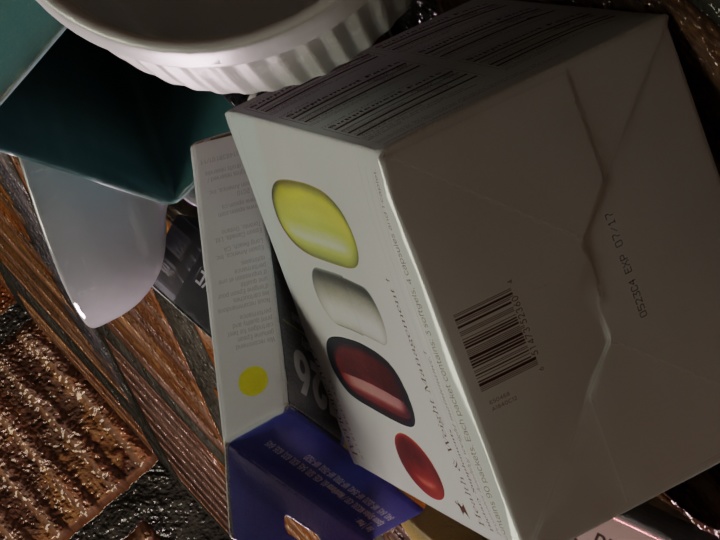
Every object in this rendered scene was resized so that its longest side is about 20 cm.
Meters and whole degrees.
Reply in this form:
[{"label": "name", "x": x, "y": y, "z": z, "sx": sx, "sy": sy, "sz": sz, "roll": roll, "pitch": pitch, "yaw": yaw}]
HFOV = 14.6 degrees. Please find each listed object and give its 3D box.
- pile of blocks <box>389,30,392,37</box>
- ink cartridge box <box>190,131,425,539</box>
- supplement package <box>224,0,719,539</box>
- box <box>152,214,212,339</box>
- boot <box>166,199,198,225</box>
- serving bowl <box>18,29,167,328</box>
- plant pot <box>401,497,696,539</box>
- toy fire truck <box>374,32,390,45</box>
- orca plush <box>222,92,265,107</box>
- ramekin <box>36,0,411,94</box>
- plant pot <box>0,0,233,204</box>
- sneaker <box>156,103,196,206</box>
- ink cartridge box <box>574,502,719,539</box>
[{"label": "pile of blocks", "x": -0.043, "y": -0.134, "z": 1.561, "sx": 0.082, "sy": 0.062, "sz": 0.200, "roll": 52, "pitch": 168, "yaw": -6}, {"label": "ink cartridge box", "x": -0.020, "y": 0.056, "z": 1.393, "sx": 0.198, "sy": 0.047, "sz": 0.201, "roll": 43, "pitch": -145, "yaw": -63}, {"label": "supplement package", "x": 0.062, "y": -0.005, "z": 1.252, "sx": 0.200, "sy": 0.147, "sz": 0.192, "roll": 20, "pitch": 132, "yaw": 68}, {"label": "box", "x": -0.011, "y": 0.035, "z": 1.716, "sx": 0.158, "sy": 0.050, "sz": 0.200, "roll": 39, "pitch": -162, "yaw": 34}, {"label": "boot", "x": -0.120, "y": -0.125, "z": 1.708, "sx": 0.097, "sy": 0.074, "sz": 0.201, "roll": 91, "pitch": 164, "yaw": -74}, {"label": "serving bowl", "x": -0.154, "y": -0.072, "z": 1.633, "sx": 0.200, "sy": 0.066, "sz": 0.201, "roll": -17, "pitch": -90, "yaw": -88}, {"label": "plant pot", "x": 0.109, "y": 0.155, "z": 1.609, "sx": 0.200, "sy": 0.199, "sz": 0.028, "roll": 39, "pitch": 119, "yaw": 46}, {"label": "toy fire truck", "x": -0.051, "y": -0.181, "z": 1.394, "sx": 0.200, "sy": 0.112, "sz": 0.168, "roll": 50, "pitch": -168, "yaw": 8}, {"label": "orca plush", "x": -0.006, "y": -0.079, "z": 1.450, "sx": 0.105, "sy": 0.071, "sz": 0.200, "roll": 41, "pitch": 180, "yaw": 19}, {"label": "ramekin", "x": -0.054, "y": -0.170, "z": 1.191, "sx": 0.200, "sy": 0.200, "sz": 0.105, "roll": 47, "pitch": 178, "yaw": 18}, {"label": "plant pot", "x": -0.139, "y": -0.169, "z": 1.512, "sx": 0.141, "sy": 0.141, "sz": 0.200, "roll": 17, "pitch": -141, "yaw": -41}, {"label": "sneaker", "x": -0.103, "y": -0.133, "z": 1.621, "sx": 0.114, "sy": 0.072, "sz": 0.201, "roll": -75, "pitch": -31, "yaw": -80}, {"label": "ink cartridge box", "x": 0.132, "y": 0.142, "z": 1.481, "sx": 0.199, "sy": 0.045, "sz": 0.176, "roll": 25, "pitch": -177, "yaw": 24}]
